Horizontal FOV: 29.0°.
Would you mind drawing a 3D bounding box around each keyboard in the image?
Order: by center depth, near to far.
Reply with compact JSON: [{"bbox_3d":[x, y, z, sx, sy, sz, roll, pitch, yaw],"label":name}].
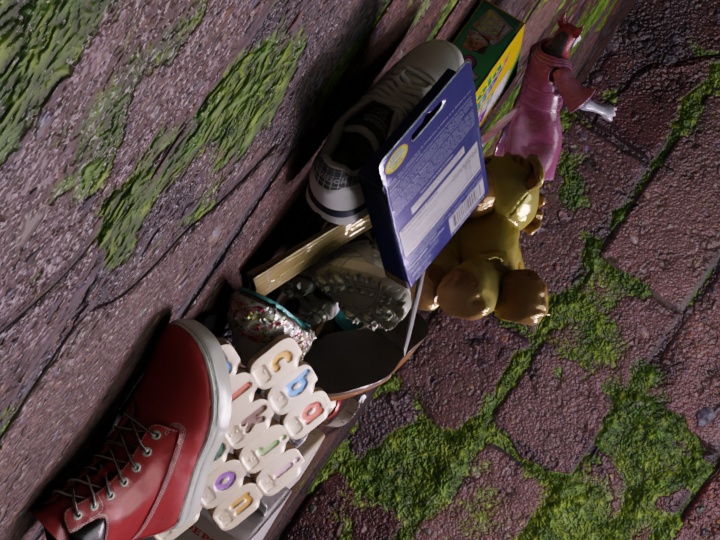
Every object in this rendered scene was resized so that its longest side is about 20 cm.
[{"bbox_3d":[-0.129,0.088,1.254,0.104,0.040,0.200,-57,172,5],"label":"keyboard"}]

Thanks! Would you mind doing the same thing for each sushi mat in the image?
[{"bbox_3d":[-0.018,-0.034,1.268,0.200,0.012,0.096,-32,169,-15],"label":"sushi mat"}]

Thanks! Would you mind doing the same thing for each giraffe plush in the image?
[{"bbox_3d":[0.127,-0.040,1.385,0.200,0.172,0.162,2,97,-47],"label":"giraffe plush"}]

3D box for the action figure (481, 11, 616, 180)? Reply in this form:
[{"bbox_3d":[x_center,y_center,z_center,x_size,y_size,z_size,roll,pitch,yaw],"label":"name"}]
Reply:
[{"bbox_3d":[0.198,-0.201,1.569,0.149,0.134,0.200,-6,129,-23],"label":"action figure"}]

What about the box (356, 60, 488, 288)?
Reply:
[{"bbox_3d":[0.054,-0.081,1.146,0.121,0.032,0.200,-50,156,-18],"label":"box"}]

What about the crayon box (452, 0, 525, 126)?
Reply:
[{"bbox_3d":[0.097,-0.172,1.504,0.200,0.058,0.173,-55,173,-6],"label":"crayon box"}]

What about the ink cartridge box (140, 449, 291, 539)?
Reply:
[{"bbox_3d":[-0.171,0.262,1.386,0.200,0.128,0.125,-59,172,24],"label":"ink cartridge box"}]

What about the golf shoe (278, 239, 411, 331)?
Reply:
[{"bbox_3d":[0.000,0.000,1.326,0.097,0.078,0.200,-45,-157,-20],"label":"golf shoe"}]

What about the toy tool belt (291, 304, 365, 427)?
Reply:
[{"bbox_3d":[-0.044,0.070,1.534,0.123,0.125,0.200,15,110,-43],"label":"toy tool belt"}]

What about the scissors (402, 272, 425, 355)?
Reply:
[{"bbox_3d":[0.064,-0.024,1.283,0.073,0.014,0.200,-55,155,-80],"label":"scissors"}]

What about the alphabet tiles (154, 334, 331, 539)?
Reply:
[{"bbox_3d":[-0.119,0.145,1.205,0.196,0.015,0.200,-38,136,-11],"label":"alphabet tiles"}]

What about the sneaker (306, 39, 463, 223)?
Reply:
[{"bbox_3d":[0.029,-0.129,1.173,0.200,0.076,0.081,-54,164,-25],"label":"sneaker"}]

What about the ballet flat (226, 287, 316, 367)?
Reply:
[{"bbox_3d":[-0.081,0.063,1.255,0.064,0.076,0.200,-66,167,-5],"label":"ballet flat"}]

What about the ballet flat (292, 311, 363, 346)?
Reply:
[{"bbox_3d":[-0.038,0.050,1.434,0.200,0.063,0.069,-46,149,-8],"label":"ballet flat"}]

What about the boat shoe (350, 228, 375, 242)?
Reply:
[{"bbox_3d":[0.045,-0.038,1.484,0.200,0.067,0.057,-18,180,-30],"label":"boat shoe"}]

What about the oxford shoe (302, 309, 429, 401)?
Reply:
[{"bbox_3d":[-0.002,0.099,1.402,0.200,0.071,0.071,-22,150,-54],"label":"oxford shoe"}]

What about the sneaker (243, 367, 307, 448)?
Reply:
[{"bbox_3d":[-0.107,0.141,1.361,0.076,0.080,0.200,-60,-169,-6],"label":"sneaker"}]

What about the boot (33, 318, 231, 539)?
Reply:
[{"bbox_3d":[-0.180,0.138,1.069,0.144,0.072,0.200,-17,131,-45],"label":"boot"}]

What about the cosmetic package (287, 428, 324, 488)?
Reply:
[{"bbox_3d":[-0.124,0.215,1.589,0.073,0.103,0.200,-59,173,16],"label":"cosmetic package"}]
